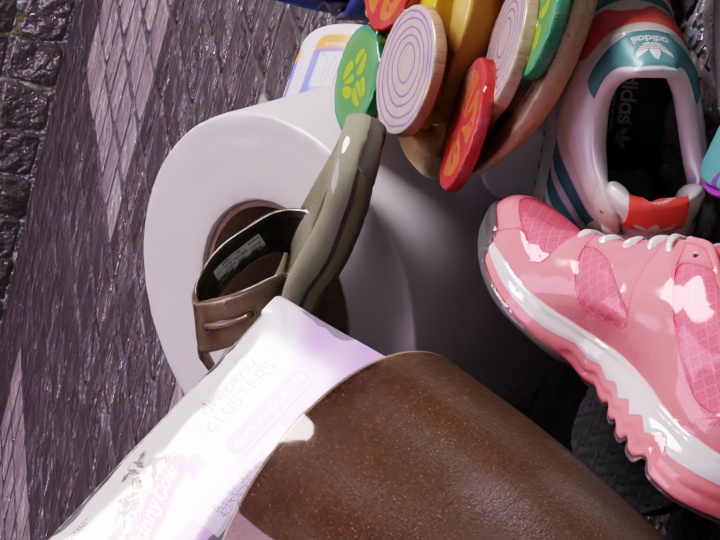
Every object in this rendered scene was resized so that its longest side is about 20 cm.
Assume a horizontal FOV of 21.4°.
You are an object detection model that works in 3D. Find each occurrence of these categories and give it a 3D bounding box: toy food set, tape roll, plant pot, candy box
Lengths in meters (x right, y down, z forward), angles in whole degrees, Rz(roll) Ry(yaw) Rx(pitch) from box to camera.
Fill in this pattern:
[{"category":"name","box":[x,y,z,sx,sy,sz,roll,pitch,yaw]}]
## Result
[{"category":"toy food set","box":[0.051,-0.134,0.869,0.200,0.048,0.199,10,91,66]},{"category":"tape roll","box":[0.000,0.000,1.019,0.202,0.139,0.204,18,117,39]},{"category":"plant pot","box":[0.068,0.159,0.782,0.199,0.186,0.188,27,111,33]},{"category":"candy box","box":[-0.044,0.141,0.869,0.071,0.168,0.201,28,152,32]}]

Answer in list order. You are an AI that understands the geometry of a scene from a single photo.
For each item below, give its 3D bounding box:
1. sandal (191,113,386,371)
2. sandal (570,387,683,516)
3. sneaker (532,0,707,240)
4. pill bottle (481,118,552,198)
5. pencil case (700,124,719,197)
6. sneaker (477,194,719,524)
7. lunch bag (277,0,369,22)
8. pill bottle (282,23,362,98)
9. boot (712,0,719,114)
[{"category":"sandal","box":[-0.047,0.003,0.903,0.080,0.057,0.202,-90,22,-56]},{"category":"sandal","box":[0.162,0.054,0.793,0.200,0.048,0.076,-34,50,49]},{"category":"sneaker","box":[0.116,-0.024,0.851,0.094,0.070,0.201,-99,8,-62]},{"category":"pill bottle","box":[0.099,-0.137,0.961,0.111,0.110,0.201,130,144,-59]},{"category":"pencil case","box":[0.194,-0.113,0.695,0.093,0.085,0.201,-82,7,-70]},{"category":"sneaker","box":[0.124,0.016,0.771,0.087,0.074,0.200,-54,44,15]},{"category":"lunch bag","box":[0.004,-0.247,1.271,0.200,0.135,0.133,131,144,-60]},{"category":"pill bottle","box":[-0.014,-0.044,1.204,0.112,0.112,0.201,-31,38,68]},{"category":"boot","box":[0.139,-0.156,0.788,0.070,0.131,0.201,-16,66,49]}]
